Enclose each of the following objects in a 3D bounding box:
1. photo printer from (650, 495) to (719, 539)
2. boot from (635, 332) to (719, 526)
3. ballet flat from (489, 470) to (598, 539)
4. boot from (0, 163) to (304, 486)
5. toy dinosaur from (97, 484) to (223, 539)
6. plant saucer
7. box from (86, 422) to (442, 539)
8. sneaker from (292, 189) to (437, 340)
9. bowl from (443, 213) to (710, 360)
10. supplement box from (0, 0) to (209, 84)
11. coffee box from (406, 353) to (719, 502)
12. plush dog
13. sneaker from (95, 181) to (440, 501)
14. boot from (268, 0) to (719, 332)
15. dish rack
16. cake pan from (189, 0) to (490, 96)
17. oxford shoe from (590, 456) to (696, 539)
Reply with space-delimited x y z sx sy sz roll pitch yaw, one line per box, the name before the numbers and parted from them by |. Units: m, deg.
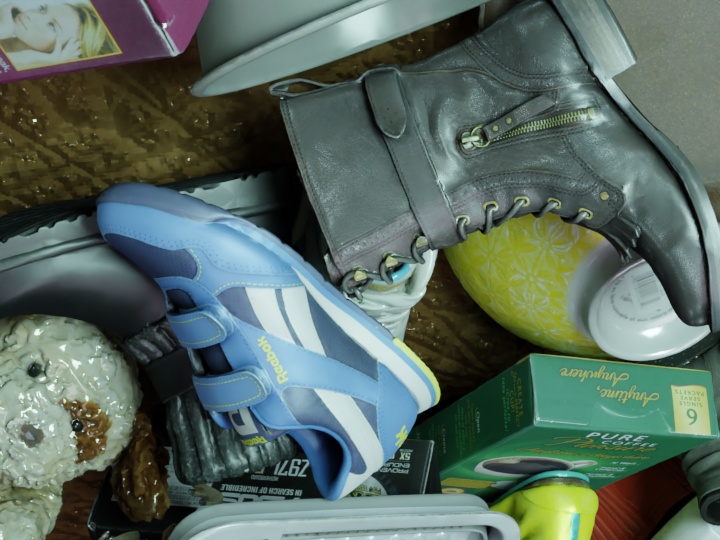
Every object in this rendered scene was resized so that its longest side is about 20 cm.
photo printer | 0.258 0.173 0.945 0.200 0.069 0.166 -25 155 -31
boot | 0.268 0.067 0.869 0.200 0.131 0.068 -35 128 2
ballet flat | 0.094 0.181 0.926 0.067 0.067 0.200 5 159 -17
boot | -0.114 0.040 0.745 0.211 0.079 0.158 -12 101 -13
toy dinosaur | -0.099 0.173 0.795 0.200 0.058 0.101 20 113 -47
plant saucer | 0.158 -0.121 0.701 0.200 0.032 0.201 3 104 13
box | -0.049 0.184 0.899 0.200 0.086 0.164 3 134 12
sneaker | 0.000 0.000 0.795 0.076 0.081 0.200 -5 133 -11
bowl | 0.150 -0.015 0.798 0.200 0.108 0.200 -6 131 -7
supplement box | -0.166 -0.150 0.564 0.200 0.103 0.131 -4 137 25
coffee box | 0.113 0.102 0.877 0.123 0.044 0.200 6 158 -18
plush dog | -0.200 0.092 0.803 0.172 0.160 0.200 -35 106 0
sneaker | -0.051 0.034 0.688 0.200 0.074 0.082 39 74 -19
boot | 0.065 -0.032 0.683 0.174 0.200 0.069 -27 174 8
dish rack | -0.028 0.179 0.757 0.200 0.044 0.172 3 124 -27
cake pan | 0.015 -0.126 0.617 0.200 0.200 0.037 -20 95 5
oxford shoe | 0.215 0.128 0.981 0.200 0.071 0.073 -46 159 17
